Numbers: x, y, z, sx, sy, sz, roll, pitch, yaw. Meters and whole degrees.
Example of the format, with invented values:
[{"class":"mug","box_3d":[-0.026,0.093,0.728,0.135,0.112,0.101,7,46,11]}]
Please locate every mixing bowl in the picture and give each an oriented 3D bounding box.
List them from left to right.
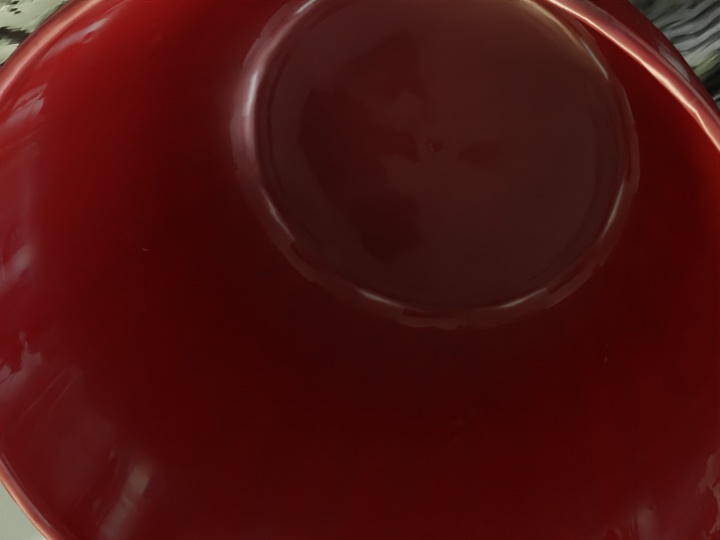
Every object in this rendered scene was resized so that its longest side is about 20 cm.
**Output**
[{"class":"mixing bowl","box_3d":[0.009,-0.010,0.637,0.200,0.200,0.108,-30,-161,27]}]

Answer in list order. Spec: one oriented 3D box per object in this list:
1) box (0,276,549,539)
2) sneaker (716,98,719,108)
[{"class":"box","box_3d":[-0.026,0.009,0.803,0.200,0.098,0.124,-27,168,19]},{"class":"sneaker","box_3d":[0.134,-0.026,1.029,0.200,0.077,0.081,-42,171,29]}]
